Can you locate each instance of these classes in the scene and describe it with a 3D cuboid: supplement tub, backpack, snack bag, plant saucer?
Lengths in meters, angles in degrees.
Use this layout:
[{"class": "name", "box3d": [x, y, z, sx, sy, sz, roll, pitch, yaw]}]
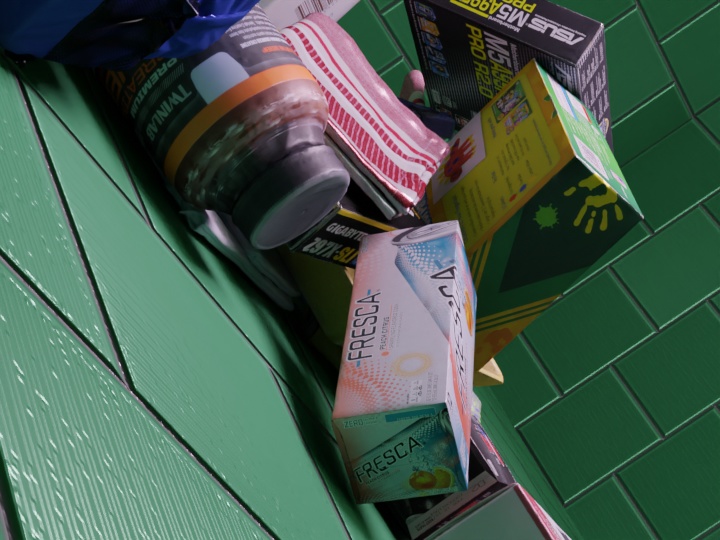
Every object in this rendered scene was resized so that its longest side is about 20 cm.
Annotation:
[{"class": "supplement tub", "box3d": [-0.090, -0.111, 1.004, 0.200, 0.107, 0.107, 53, 3, 16]}, {"class": "backpack", "box3d": [-0.111, -0.193, 0.861, 0.163, 0.167, 0.200, 62, 22, 10]}, {"class": "snack bag", "box3d": [-0.115, -0.075, 1.131, 0.189, 0.021, 0.200, 58, 4, 22]}, {"class": "plant saucer", "box3d": [0.000, 0.000, 1.238, 0.200, 0.048, 0.200, 27, 28, -55]}]

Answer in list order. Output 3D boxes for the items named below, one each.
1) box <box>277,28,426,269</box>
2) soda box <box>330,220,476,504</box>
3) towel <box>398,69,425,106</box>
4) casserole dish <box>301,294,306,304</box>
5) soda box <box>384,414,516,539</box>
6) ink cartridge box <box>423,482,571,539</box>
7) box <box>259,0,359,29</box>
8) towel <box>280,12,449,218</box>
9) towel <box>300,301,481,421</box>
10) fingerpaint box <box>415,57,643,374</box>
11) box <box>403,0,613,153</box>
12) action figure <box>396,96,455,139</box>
[{"class": "box", "box3d": [-0.045, -0.091, 1.149, 0.200, 0.049, 0.160, 56, 15, 22]}, {"class": "soda box", "box3d": [0.030, 0.050, 1.010, 0.200, 0.068, 0.064, -82, 160, -57]}, {"class": "towel", "box3d": [0.040, -0.061, 1.455, 0.200, 0.023, 0.145, -97, -160, -53]}, {"class": "casserole dish", "box3d": [0.003, 0.060, 1.380, 0.201, 0.039, 0.121, 58, 4, 18]}, {"class": "soda box", "box3d": [0.055, 0.134, 1.118, 0.063, 0.071, 0.200, 55, 3, 13]}, {"class": "ink cartridge box", "box3d": [0.121, 0.230, 1.053, 0.146, 0.083, 0.200, 57, 4, 25]}, {"class": "box", "box3d": [-0.094, -0.270, 1.297, 0.200, 0.152, 0.106, 48, -3, 17]}, {"class": "towel", "box3d": [-0.003, -0.111, 1.153, 0.144, 0.023, 0.200, 47, 16, -4]}, {"class": "towel", "box3d": [0.028, 0.076, 1.275, 0.200, 0.023, 0.144, 45, 17, -15]}, {"class": "fingerpaint box", "box3d": [0.104, -0.041, 1.220, 0.073, 0.167, 0.200, 40, 17, -19]}, {"class": "box", "box3d": [0.122, -0.157, 1.372, 0.160, 0.044, 0.200, 28, -18, 21]}, {"class": "action figure", "box3d": [-0.020, -0.108, 1.376, 0.199, 0.105, 0.193, 17, 14, 14]}]
